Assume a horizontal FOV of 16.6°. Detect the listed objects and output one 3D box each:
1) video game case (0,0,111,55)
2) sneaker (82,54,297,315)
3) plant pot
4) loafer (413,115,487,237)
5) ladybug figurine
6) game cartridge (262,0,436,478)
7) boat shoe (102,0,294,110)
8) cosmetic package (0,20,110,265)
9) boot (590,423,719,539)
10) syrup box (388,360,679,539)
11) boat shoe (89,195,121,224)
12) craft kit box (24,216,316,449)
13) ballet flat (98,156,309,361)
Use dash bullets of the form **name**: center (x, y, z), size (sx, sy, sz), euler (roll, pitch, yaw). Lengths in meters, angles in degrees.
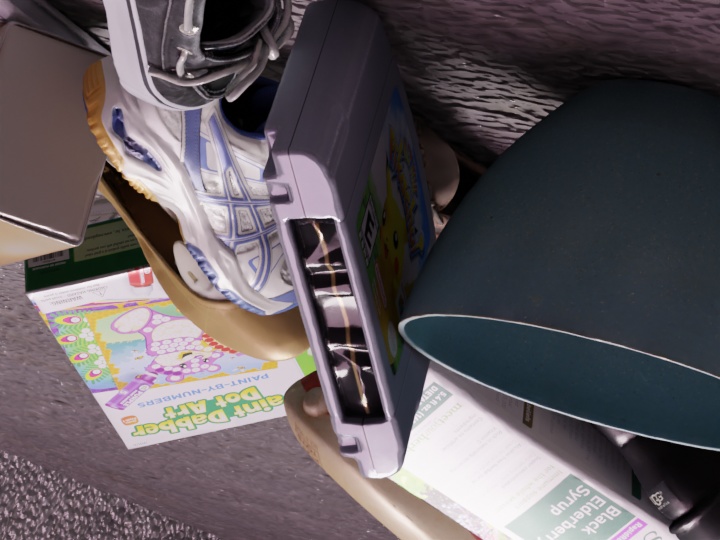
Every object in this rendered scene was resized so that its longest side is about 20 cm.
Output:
- **video game case**: center (-0.249, -0.145, 1.313), size (0.199, 0.023, 0.182), euler (11, 167, 26)
- **sneaker**: center (-0.057, -0.049, 1.264), size (0.088, 0.075, 0.200), euler (-27, 140, 13)
- **plant pot**: center (0.131, -0.009, 1.134), size (0.199, 0.135, 0.200), euler (16, 169, 3)
- **loafer**: center (0.035, -0.048, 1.285), size (0.063, 0.072, 0.200), euler (-13, 157, 26)
- **ladybug figurine**: center (0.029, 0.110, 1.448), size (0.136, 0.072, 0.200), euler (44, -179, 39)
- **game cartridge**: center (0.001, -0.019, 1.152), size (0.040, 0.134, 0.200), euler (-4, 131, 13)
- **boat shoe**: center (-0.064, -0.113, 1.079), size (0.068, 0.074, 0.199), euler (29, 162, 12)
- **cosmetic package**: center (-0.200, -0.062, 1.330), size (0.071, 0.106, 0.200), euler (19, 166, -23)
- **boot**: center (0.195, 0.033, 1.345), size (0.168, 0.200, 0.076), euler (52, 159, 3)
- **syrup box**: center (0.091, 0.099, 1.358), size (0.200, 0.082, 0.079), euler (35, 125, -20)
- **boat shoe**: center (-0.102, -0.036, 1.520), size (0.199, 0.069, 0.071), euler (-8, 144, 16)
- **craft kit box**: center (-0.080, 0.027, 1.508), size (0.199, 0.049, 0.198), euler (-13, 148, 8)
- **ballet flat**: center (-0.100, -0.027, 1.377), size (0.200, 0.069, 0.063), euler (44, 173, 23)
